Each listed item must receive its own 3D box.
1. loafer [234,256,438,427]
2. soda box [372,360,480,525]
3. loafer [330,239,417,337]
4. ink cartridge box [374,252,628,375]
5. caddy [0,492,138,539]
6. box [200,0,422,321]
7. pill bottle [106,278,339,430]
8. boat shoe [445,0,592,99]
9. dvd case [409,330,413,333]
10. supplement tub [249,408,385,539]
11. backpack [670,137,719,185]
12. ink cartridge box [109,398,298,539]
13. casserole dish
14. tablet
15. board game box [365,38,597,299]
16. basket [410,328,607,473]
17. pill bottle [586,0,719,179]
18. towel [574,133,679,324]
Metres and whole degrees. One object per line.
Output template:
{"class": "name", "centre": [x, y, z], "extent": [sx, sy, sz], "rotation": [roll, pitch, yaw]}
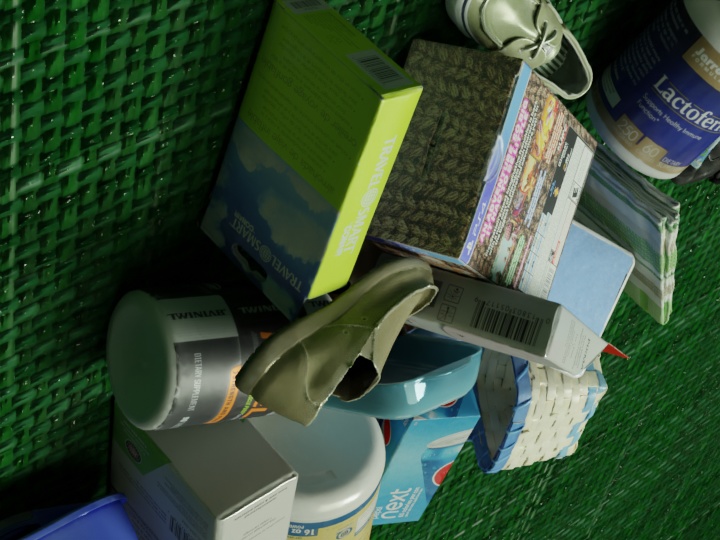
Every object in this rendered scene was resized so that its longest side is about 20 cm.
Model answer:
{"class": "loafer", "centre": [-0.007, 0.055, 1.183], "extent": [0.200, 0.068, 0.076], "rotation": [-32, 169, -41]}
{"class": "soda box", "centre": [0.045, 0.162, 1.514], "extent": [0.067, 0.064, 0.200], "rotation": [-1, 145, -19]}
{"class": "loafer", "centre": [0.000, 0.000, 1.362], "extent": [0.067, 0.076, 0.200], "rotation": [-39, 143, -6]}
{"class": "ink cartridge box", "centre": [0.115, 0.050, 1.328], "extent": [0.200, 0.162, 0.057], "rotation": [40, 69, -60]}
{"class": "caddy", "centre": [-0.263, 0.246, 1.297], "extent": [0.199, 0.105, 0.141], "rotation": [-26, 170, -33]}
{"class": "box", "centre": [-0.039, -0.077, 1.148], "extent": [0.048, 0.122, 0.201], "rotation": [-18, 141, -42]}
{"class": "pill bottle", "centre": [-0.085, 0.059, 1.250], "extent": [0.199, 0.106, 0.107], "rotation": [-5, 133, -37]}
{"class": "boat shoe", "centre": [0.134, -0.193, 1.291], "extent": [0.072, 0.062, 0.200], "rotation": [-51, 151, 11]}
{"class": "dvd case", "centre": [0.093, 0.066, 1.625], "extent": [0.143, 0.018, 0.200], "rotation": [-41, 151, -10]}
{"class": "supplement tub", "centre": [-0.058, 0.211, 1.478], "extent": [0.144, 0.145, 0.201], "rotation": [-28, 147, -29]}
{"class": "backpack", "centre": [0.368, -0.195, 1.543], "extent": [0.163, 0.154, 0.200], "rotation": [-25, 168, -29]}
{"class": "ink cartridge box", "centre": [-0.136, 0.198, 1.355], "extent": [0.084, 0.145, 0.201], "rotation": [-28, 148, -31]}
{"class": "casserole dish", "centre": [0.016, 0.088, 1.379], "extent": [0.121, 0.199, 0.039], "rotation": [-18, 106, -38]}
{"class": "tablet", "centre": [0.151, 0.004, 1.481], "extent": [0.199, 0.014, 0.131], "rotation": [27, 87, -25]}
{"class": "board game box", "centre": [0.096, -0.069, 1.306], "extent": [0.200, 0.096, 0.160], "rotation": [32, 75, -61]}
{"class": "basket", "centre": [0.123, 0.115, 1.582], "extent": [0.199, 0.140, 0.177], "rotation": [-1, 142, -19]}
{"class": "pill bottle", "centre": [0.301, -0.183, 1.430], "extent": [0.115, 0.116, 0.200], "rotation": [-8, 149, -49]}
{"class": "towel", "centre": [0.245, -0.044, 1.545], "extent": [0.031, 0.149, 0.200], "rotation": [-38, 152, -12]}
